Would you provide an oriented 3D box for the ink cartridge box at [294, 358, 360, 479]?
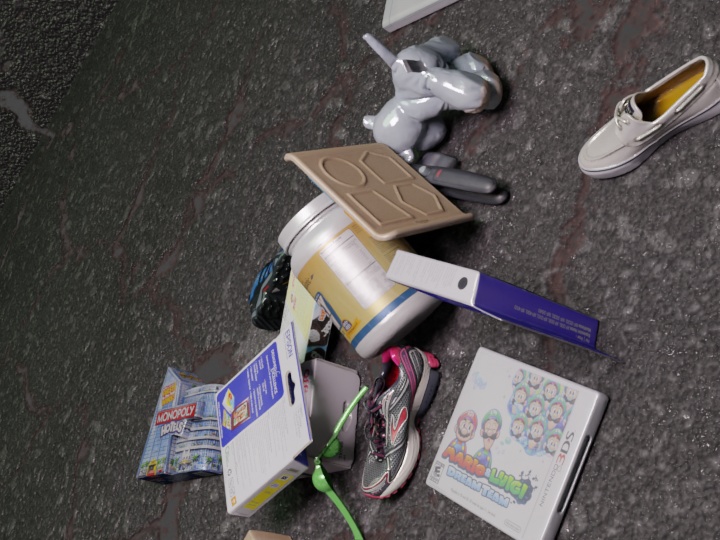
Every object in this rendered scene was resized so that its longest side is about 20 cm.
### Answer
[{"bbox_3d":[-0.100,0.223,1.361,0.200,0.084,0.145,-23,55,44],"label":"ink cartridge box"}]

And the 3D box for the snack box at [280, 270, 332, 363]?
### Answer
[{"bbox_3d":[-0.076,0.048,1.402,0.116,0.037,0.200,-122,36,-50],"label":"snack box"}]

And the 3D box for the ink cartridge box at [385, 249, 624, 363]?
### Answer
[{"bbox_3d":[0.161,0.037,1.023,0.200,0.198,0.043,22,92,54],"label":"ink cartridge box"}]

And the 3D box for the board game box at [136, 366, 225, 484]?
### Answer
[{"bbox_3d":[-0.302,0.260,1.630,0.200,0.062,0.200,-22,55,46],"label":"board game box"}]

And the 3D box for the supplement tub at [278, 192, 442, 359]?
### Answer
[{"bbox_3d":[0.000,0.000,1.233,0.200,0.145,0.145,50,118,10],"label":"supplement tub"}]

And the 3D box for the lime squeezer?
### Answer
[{"bbox_3d":[-0.029,0.251,1.233,0.071,0.038,0.200,-1,81,23],"label":"lime squeezer"}]

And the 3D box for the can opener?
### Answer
[{"bbox_3d":[0.121,-0.124,1.283,0.200,0.063,0.079,23,90,56],"label":"can opener"}]

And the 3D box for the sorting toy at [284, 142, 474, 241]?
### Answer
[{"bbox_3d":[0.024,-0.101,1.213,0.200,0.185,0.037,40,124,28],"label":"sorting toy"}]

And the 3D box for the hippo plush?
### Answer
[{"bbox_3d":[0.093,-0.224,1.305,0.159,0.200,0.161,42,126,25],"label":"hippo plush"}]

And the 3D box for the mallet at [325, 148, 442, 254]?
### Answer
[{"bbox_3d":[0.023,-0.096,1.314,0.066,0.200,0.041,-61,-6,26],"label":"mallet"}]

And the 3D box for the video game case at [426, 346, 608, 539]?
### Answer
[{"bbox_3d":[0.172,0.197,1.068,0.200,0.024,0.182,19,86,56],"label":"video game case"}]

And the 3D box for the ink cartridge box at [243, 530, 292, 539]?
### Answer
[{"bbox_3d":[-0.124,0.477,1.259,0.165,0.075,0.200,-62,34,8],"label":"ink cartridge box"}]

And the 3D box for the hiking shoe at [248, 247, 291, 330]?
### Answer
[{"bbox_3d":[-0.132,-0.002,1.540,0.200,0.074,0.087,-56,37,15],"label":"hiking shoe"}]

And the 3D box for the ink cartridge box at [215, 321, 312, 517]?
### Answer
[{"bbox_3d":[-0.125,0.206,1.295,0.200,0.047,0.198,-41,43,30],"label":"ink cartridge box"}]

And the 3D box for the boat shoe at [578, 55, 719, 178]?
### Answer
[{"bbox_3d":[0.317,-0.173,1.045,0.200,0.070,0.071,-30,49,41],"label":"boat shoe"}]

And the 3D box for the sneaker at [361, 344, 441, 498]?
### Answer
[{"bbox_3d":[0.035,0.194,1.208,0.081,0.075,0.200,1,73,53],"label":"sneaker"}]

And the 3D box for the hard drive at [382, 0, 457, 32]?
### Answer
[{"bbox_3d":[0.118,-0.478,1.521,0.200,0.027,0.132,-10,64,50],"label":"hard drive"}]
